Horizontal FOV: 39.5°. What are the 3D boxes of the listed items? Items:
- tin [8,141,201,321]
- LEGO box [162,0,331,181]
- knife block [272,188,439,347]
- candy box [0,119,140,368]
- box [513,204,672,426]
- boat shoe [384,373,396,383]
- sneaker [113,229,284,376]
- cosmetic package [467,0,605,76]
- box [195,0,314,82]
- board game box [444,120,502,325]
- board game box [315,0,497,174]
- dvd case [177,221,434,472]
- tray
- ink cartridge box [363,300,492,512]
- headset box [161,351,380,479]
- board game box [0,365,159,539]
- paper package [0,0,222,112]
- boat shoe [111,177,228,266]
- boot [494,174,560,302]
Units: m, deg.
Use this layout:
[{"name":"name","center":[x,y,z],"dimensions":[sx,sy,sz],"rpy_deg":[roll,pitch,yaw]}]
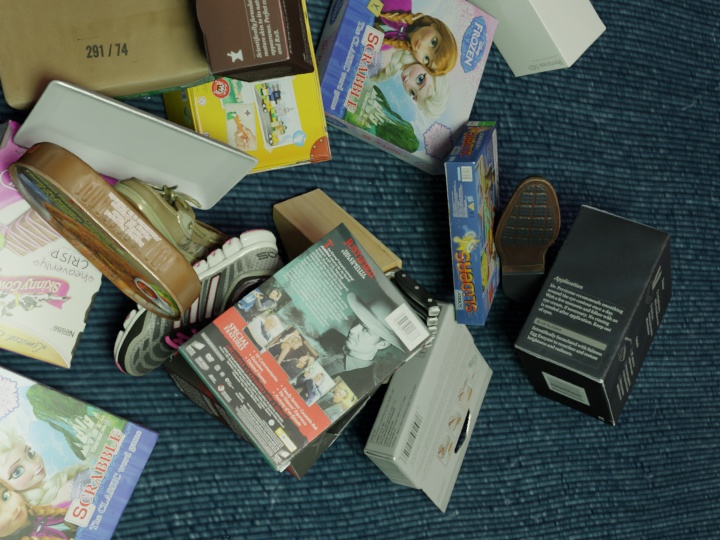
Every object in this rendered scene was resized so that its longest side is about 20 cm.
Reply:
[{"name":"tin","center":[-0.224,-0.034,0.893],"dimensions":[0.200,0.112,0.042],"rpy_deg":[46,69,-18]},{"name":"LEGO box","center":[-0.126,-0.200,1.041],"dimensions":[0.149,0.077,0.200],"rpy_deg":[-14,99,-30]},{"name":"knife block","center":[0.000,0.000,1.054],"dimensions":[0.064,0.176,0.200],"rpy_deg":[-23,93,-30]},{"name":"candy box","center":[-0.310,-0.023,0.948],"dimensions":[0.136,0.061,0.200],"rpy_deg":[23,81,-31]},{"name":"box","center":[0.293,0.059,1.237],"dimensions":[0.200,0.117,0.197],"rpy_deg":[-61,154,-13]},{"name":"boat shoe","center":[-0.006,0.095,1.129],"dimensions":[0.200,0.072,0.076],"rpy_deg":[-22,117,-50]},{"name":"sneaker","center":[-0.148,0.047,0.976],"dimensions":[0.200,0.087,0.074],"rpy_deg":[-37,154,-2]},{"name":"cosmetic package","center":[0.193,-0.342,1.211],"dimensions":[0.085,0.108,0.200],"rpy_deg":[-46,112,-21]},{"name":"box","center":[-0.092,-0.226,0.898],"dimensions":[0.075,0.200,0.100],"rpy_deg":[-8,98,6]},{"name":"board game box","center":[0.134,-0.056,1.157],"dimensions":[0.135,0.034,0.200],"rpy_deg":[-58,146,-58]},{"name":"board game box","center":[0.048,-0.239,1.157],"dimensions":[0.199,0.041,0.200],"rpy_deg":[21,82,-31]},{"name":"dvd case","center":[-0.047,0.068,0.936],"dimensions":[0.200,0.022,0.146],"rpy_deg":[-39,89,-19]},{"name":"tray","center":[-0.204,-0.116,0.921],"dimensions":[0.200,0.107,0.022],"rpy_deg":[19,55,-30]},{"name":"ink cartridge box","center":[0.086,0.162,1.185],"dimensions":[0.200,0.044,0.174],"rpy_deg":[-67,148,-24]},{"name":"headset box","center":[-0.078,0.101,1.010],"dimensions":[0.149,0.200,0.075],"rpy_deg":[-47,144,-20]},{"name":"board game box","center":[-0.325,0.209,0.962],"dimensions":[0.199,0.041,0.200],"rpy_deg":[29,77,-29]},{"name":"paper package","center":[-0.235,-0.250,0.913],"dimensions":[0.200,0.103,0.191],"rpy_deg":[-11,100,1]},{"name":"boat shoe","center":[-0.182,-0.048,0.968],"dimensions":[0.073,0.200,0.063],"rpy_deg":[35,80,17]},{"name":"boot","center":[0.196,-0.061,1.197],"dimensions":[0.075,0.200,0.097],"rpy_deg":[3,49,4]}]
